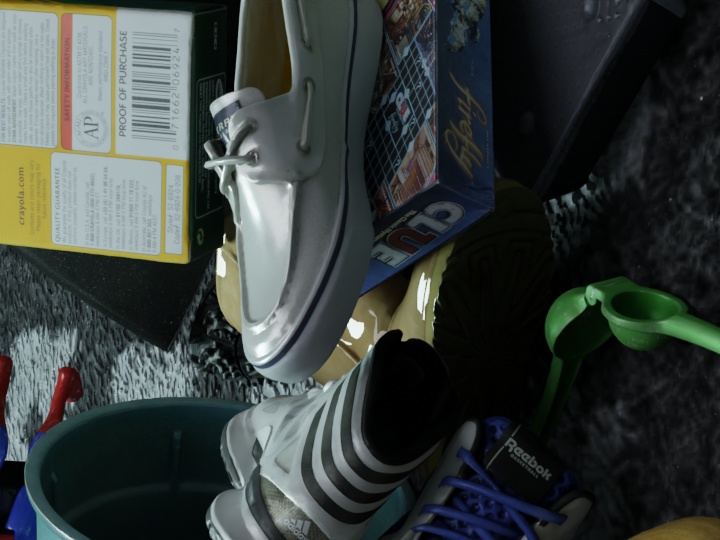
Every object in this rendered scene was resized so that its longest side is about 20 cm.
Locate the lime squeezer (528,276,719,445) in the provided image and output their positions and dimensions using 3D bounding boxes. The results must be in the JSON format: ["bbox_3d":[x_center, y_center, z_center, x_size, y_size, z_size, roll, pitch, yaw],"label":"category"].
[{"bbox_3d":[0.111,0.036,0.813,0.200,0.038,0.071,-26,61,57],"label":"lime squeezer"}]

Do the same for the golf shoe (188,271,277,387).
[{"bbox_3d":[-0.040,-0.019,1.096,0.095,0.077,0.200,-90,25,-51],"label":"golf shoe"}]

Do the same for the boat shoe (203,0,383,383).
[{"bbox_3d":[-0.037,-0.050,0.823,0.071,0.070,0.201,-25,49,46],"label":"boat shoe"}]

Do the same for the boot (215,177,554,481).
[{"bbox_3d":[0.000,0.000,0.934,0.200,0.066,0.176,38,130,44],"label":"boot"}]

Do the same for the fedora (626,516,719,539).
[{"bbox_3d":[0.104,0.187,0.712,0.201,0.082,0.201,-52,12,16],"label":"fedora"}]

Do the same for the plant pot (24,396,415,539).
[{"bbox_3d":[-0.082,0.198,1.001,0.200,0.199,0.197,-138,51,-57],"label":"plant pot"}]

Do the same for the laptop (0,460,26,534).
[{"bbox_3d":[-0.178,0.203,1.131,0.103,0.199,0.178,147,127,-78],"label":"laptop"}]

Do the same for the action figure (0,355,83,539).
[{"bbox_3d":[-0.196,0.158,1.048,0.099,0.065,0.201,105,174,-53],"label":"action figure"}]

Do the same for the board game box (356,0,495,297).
[{"bbox_3d":[0.004,-0.086,0.889,0.135,0.035,0.201,-33,44,41],"label":"board game box"}]

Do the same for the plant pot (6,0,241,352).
[{"bbox_3d":[-0.142,-0.109,1.111,0.200,0.177,0.200,-81,14,-55],"label":"plant pot"}]

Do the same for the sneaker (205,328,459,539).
[{"bbox_3d":[-0.002,0.077,0.867,0.115,0.076,0.201,-41,8,7],"label":"sneaker"}]

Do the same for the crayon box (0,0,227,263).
[{"bbox_3d":[-0.169,-0.079,0.990,0.052,0.199,0.126,-34,-52,-69],"label":"crayon box"}]

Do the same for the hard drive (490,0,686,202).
[{"bbox_3d":[0.081,-0.139,0.905,0.135,0.042,0.200,-63,34,34],"label":"hard drive"}]

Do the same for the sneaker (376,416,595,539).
[{"bbox_3d":[0.035,0.123,0.808,0.080,0.199,0.115,33,117,10],"label":"sneaker"}]
